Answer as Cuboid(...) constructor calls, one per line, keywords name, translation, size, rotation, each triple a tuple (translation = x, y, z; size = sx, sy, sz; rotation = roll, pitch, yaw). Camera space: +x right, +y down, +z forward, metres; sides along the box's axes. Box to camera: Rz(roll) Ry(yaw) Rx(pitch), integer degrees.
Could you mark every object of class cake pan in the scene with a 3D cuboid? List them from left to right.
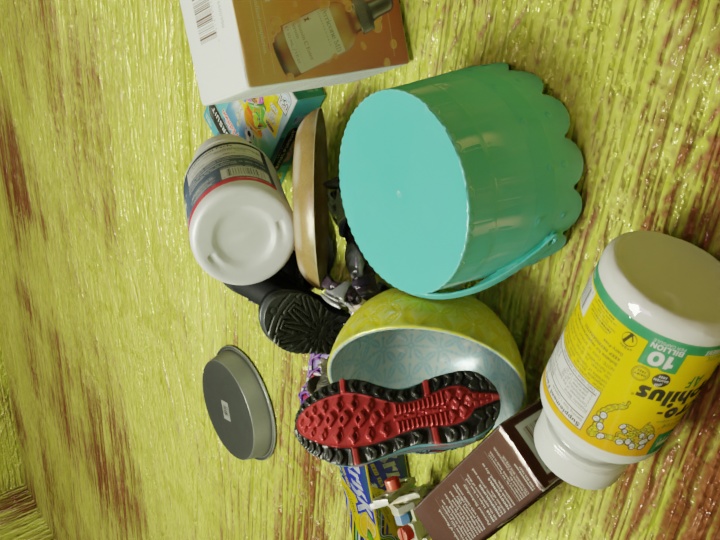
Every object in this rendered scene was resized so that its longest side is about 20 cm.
Cuboid(name="cake pan", translation=(-0.210, 0.229, 1.356), size=(0.199, 0.036, 0.205), rotation=(28, 127, 46))

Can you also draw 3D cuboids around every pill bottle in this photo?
Cuboid(name="pill bottle", translation=(-0.147, -0.082, 0.943), size=(0.201, 0.117, 0.122), rotation=(-117, 26, -58))
Cuboid(name="pill bottle", translation=(0.210, 0.080, 0.645), size=(0.113, 0.111, 0.203), rotation=(45, 137, 32))

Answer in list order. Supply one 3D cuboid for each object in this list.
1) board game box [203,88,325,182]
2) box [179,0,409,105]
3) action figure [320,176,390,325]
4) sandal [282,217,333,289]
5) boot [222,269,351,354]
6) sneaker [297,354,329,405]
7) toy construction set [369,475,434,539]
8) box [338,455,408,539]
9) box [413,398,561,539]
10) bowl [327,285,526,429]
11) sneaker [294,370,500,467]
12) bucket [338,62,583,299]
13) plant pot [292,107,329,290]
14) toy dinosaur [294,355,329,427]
Cuboid(name="board game box", translation=(-0.131, -0.212, 1.045), size=(0.153, 0.046, 0.201), rotation=(59, 143, 18))
Cuboid(name="box", translation=(-0.067, -0.261, 0.802), size=(0.105, 0.197, 0.156), rotation=(1, 106, 54))
Cuboid(name="action figure", translation=(0.000, 0.000, 0.910), size=(0.068, 0.130, 0.205), rotation=(-12, 81, 16))
Cuboid(name="sandal", translation=(-0.087, 0.000, 1.080), size=(0.077, 0.042, 0.201), rotation=(56, 142, 21))
Cuboid(name="boot", translation=(-0.106, 0.029, 0.962), size=(0.199, 0.164, 0.067), rotation=(34, 94, 43))
Cuboid(name="sneaker", translation=(-0.045, 0.143, 1.050), size=(0.080, 0.082, 0.205), rotation=(7, 110, 52))
Cuboid(name="toy construction set", translation=(0.062, 0.324, 0.940), size=(0.091, 0.129, 0.205), rotation=(4, 108, 52))
Cuboid(name="box", translation=(0.022, 0.283, 1.030), size=(0.064, 0.069, 0.205), rotation=(3, 107, 51))
Cuboid(name="box", translation=(0.142, 0.210, 0.806), size=(0.076, 0.099, 0.201), rotation=(55, 142, 20))
Cuboid(name="bowl", translation=(0.071, 0.073, 0.820), size=(0.201, 0.196, 0.109), rotation=(125, 162, -49))
Cuboid(name="sneaker", translation=(0.036, 0.152, 0.766), size=(0.096, 0.195, 0.081), rotation=(68, -161, -62))
Cuboid(name="bucket", translation=(0.082, -0.081, 0.731), size=(0.206, 0.133, 0.212), rotation=(28, 126, 47))
Cuboid(name="plant pot", translation=(-0.055, -0.079, 0.908), size=(0.200, 0.027, 0.205), rotation=(0, -90, -89))
Cuboid(name="toy dinosaur", translation=(0.002, 0.138, 0.966), size=(0.195, 0.102, 0.079), rotation=(-13, 80, 12))
